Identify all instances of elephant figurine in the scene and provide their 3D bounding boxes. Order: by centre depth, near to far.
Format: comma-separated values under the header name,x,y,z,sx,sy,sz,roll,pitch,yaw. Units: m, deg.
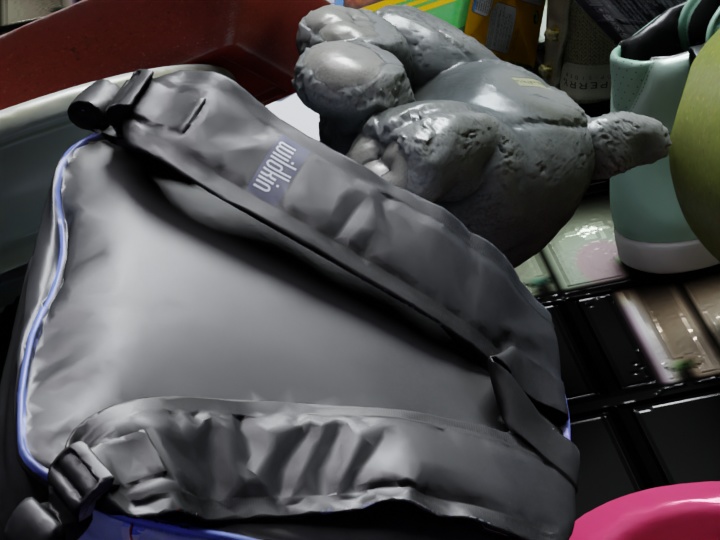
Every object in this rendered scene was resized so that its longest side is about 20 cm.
name,x,y,z,sx,sy,sz,roll,pitch,yaw
elephant figurine,0.000,0.000,1.028,0.155,0.200,0.142,33,26,21

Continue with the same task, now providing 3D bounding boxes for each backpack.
name,x,y,z,sx,sy,sz,roll,pitch,yaw
backpack,-0.028,0.059,0.834,0.190,0.154,0.200,13,49,-9

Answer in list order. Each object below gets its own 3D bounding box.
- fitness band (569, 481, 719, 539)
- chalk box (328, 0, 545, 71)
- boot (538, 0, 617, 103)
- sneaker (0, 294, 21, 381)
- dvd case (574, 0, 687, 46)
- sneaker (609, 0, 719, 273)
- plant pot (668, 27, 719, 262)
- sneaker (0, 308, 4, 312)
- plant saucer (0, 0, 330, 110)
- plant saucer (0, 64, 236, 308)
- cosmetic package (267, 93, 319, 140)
name,x,y,z,sx,sy,sz,roll,pitch,yaw
fitness band,0.137,0.123,0.811,0.144,0.037,0.200,-17,25,-8
chalk box,-0.009,-0.182,1.287,0.200,0.125,0.124,12,3,21
boot,0.118,-0.155,1.242,0.072,0.155,0.200,9,22,13
sneaker,-0.150,0.065,0.994,0.200,0.078,0.066,-24,47,25
dvd case,0.212,-0.111,1.165,0.200,0.149,0.016,4,74,29
sneaker,0.200,-0.081,1.109,0.200,0.118,0.074,-19,25,-21
plant pot,0.214,-0.039,0.965,0.200,0.200,0.184,-15,15,-12
sneaker,-0.161,-0.012,1.152,0.080,0.070,0.200,-13,26,1
plant saucer,-0.113,-0.069,1.029,0.200,0.037,0.200,-23,-6,8
plant saucer,-0.135,-0.020,0.975,0.200,0.050,0.200,-21,-5,-2
cosmetic package,-0.032,-0.063,1.233,0.200,0.052,0.151,14,36,40
